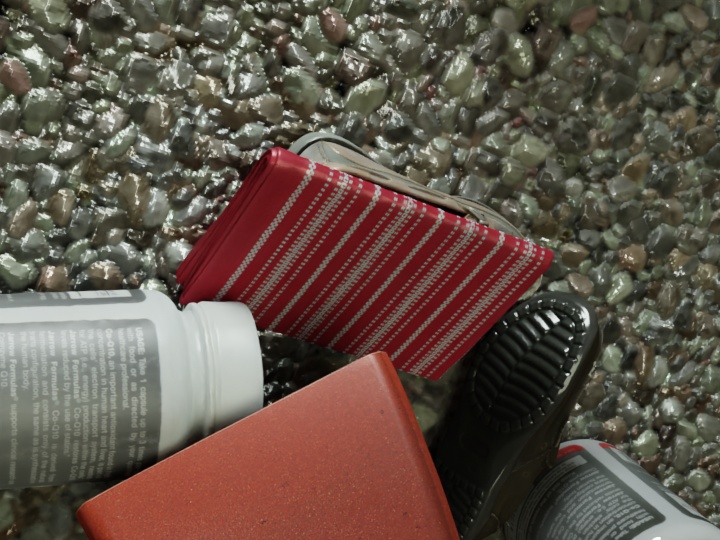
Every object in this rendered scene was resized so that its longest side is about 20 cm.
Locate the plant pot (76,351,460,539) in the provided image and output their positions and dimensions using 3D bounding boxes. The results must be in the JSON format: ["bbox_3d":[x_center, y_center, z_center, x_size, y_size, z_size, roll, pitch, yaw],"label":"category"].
[{"bbox_3d":[-0.023,0.202,0.807,0.200,0.176,0.200,-27,150,-10],"label":"plant pot"}]

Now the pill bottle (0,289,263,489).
[{"bbox_3d":[-0.164,0.069,0.796,0.200,0.113,0.113,-1,107,-19],"label":"pill bottle"}]

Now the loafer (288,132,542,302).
[{"bbox_3d":[0.040,-0.022,0.869,0.200,0.063,0.072,26,97,-25],"label":"loafer"}]

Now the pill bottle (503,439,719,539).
[{"bbox_3d":[0.187,0.203,0.917,0.114,0.200,0.114,-6,108,-18],"label":"pill bottle"}]

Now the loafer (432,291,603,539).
[{"bbox_3d":[0.107,0.102,0.935,0.071,0.073,0.200,7,119,-50],"label":"loafer"}]

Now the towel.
[{"bbox_3d":[0.000,0.000,0.844,0.200,0.023,0.145,19,135,-23],"label":"towel"}]
